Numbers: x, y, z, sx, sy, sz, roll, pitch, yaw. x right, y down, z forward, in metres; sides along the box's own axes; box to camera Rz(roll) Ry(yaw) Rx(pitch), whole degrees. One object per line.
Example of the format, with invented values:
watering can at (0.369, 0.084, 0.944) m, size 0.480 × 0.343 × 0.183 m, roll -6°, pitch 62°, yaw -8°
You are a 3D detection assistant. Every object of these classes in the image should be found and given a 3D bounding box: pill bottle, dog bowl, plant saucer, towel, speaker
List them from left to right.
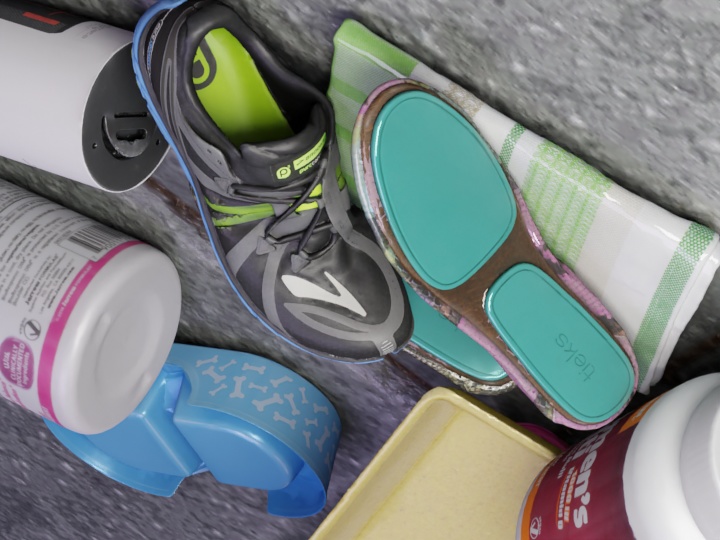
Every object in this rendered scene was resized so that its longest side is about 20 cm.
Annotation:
pill bottle at (-0.213, 0.006, 1.653) m, size 0.200 × 0.113 × 0.113 m, roll 24°, pitch 154°, yaw 24°
speaker at (-0.188, -0.101, 1.462) m, size 0.200 × 0.081 × 0.081 m, roll 19°, pitch 152°, yaw 32°
dog bowl at (-0.098, 0.089, 1.714) m, size 0.200 × 0.050 × 0.112 m, roll 5°, pitch 145°, yaw 34°
plant saucer at (0.074, 0.159, 1.487) m, size 0.200 × 0.048 × 0.200 m, roll 31°, pitch 123°, yaw -9°
towel at (0.070, -0.032, 1.334) m, size 0.200 × 0.031 × 0.149 m, roll 33°, pitch 154°, yaw 9°
pill bottle at (0.155, 0.109, 1.313) m, size 0.109 × 0.110 × 0.200 m, roll 37°, pitch 154°, yaw -6°

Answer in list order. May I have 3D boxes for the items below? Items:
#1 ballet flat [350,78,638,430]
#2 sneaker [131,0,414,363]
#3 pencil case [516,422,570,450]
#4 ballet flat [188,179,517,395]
ballet flat at (0.051, -0.008, 1.300) m, size 0.200 × 0.069 × 0.071 m, roll 49°, pitch 172°, yaw -25°
sneaker at (-0.040, -0.040, 1.343) m, size 0.200 × 0.071 × 0.083 m, roll 60°, pitch 164°, yaw -12°
pencil case at (0.056, 0.143, 1.604) m, size 0.088 × 0.088 × 0.200 m, roll 37°, pitch 155°, yaw -6°
ballet flat at (0.000, 0.000, 1.441) m, size 0.200 × 0.068 × 0.075 m, roll 32°, pitch 176°, yaw 1°
